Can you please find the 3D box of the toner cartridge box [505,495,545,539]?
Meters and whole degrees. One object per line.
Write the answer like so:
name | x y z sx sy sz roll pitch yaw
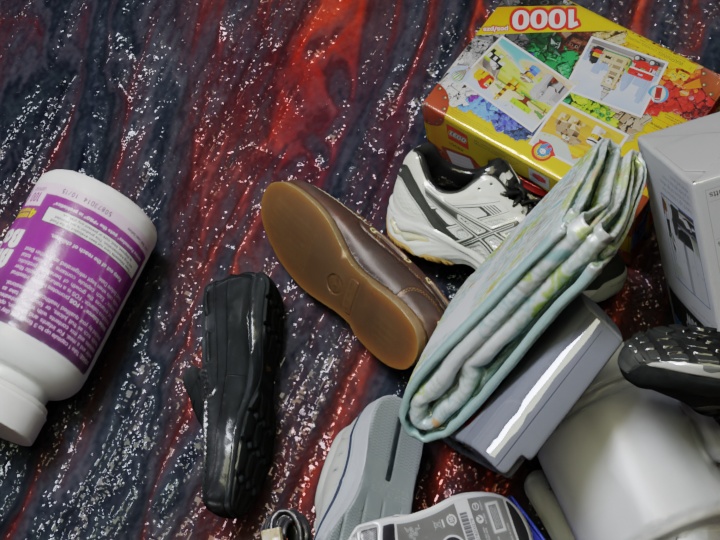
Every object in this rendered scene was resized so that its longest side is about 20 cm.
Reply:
toner cartridge box | 0.055 0.256 0.879 0.199 0.043 0.095 -34 62 -8

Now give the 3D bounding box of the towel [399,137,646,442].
towel | 0.111 0.010 0.856 0.048 0.200 0.171 41 32 -1

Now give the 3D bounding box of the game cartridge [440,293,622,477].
game cartridge | 0.110 0.072 0.874 0.041 0.200 0.133 44 83 -5

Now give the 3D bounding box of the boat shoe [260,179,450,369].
boat shoe | 0.000 0.000 1.009 0.070 0.071 0.200 -17 57 -44

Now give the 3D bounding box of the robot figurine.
robot figurine | 0.186 0.135 0.877 0.169 0.112 0.202 -39 59 28

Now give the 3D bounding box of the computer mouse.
computer mouse | 0.026 0.200 0.836 0.197 0.044 0.111 -6 65 -27

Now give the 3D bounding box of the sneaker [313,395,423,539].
sneaker | -0.003 0.186 0.898 0.072 0.071 0.202 32 49 -12

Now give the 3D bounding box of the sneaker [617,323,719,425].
sneaker | 0.253 0.091 0.786 0.197 0.076 0.089 8 105 -6

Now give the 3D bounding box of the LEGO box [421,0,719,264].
LEGO box | 0.173 -0.124 1.027 0.199 0.077 0.150 31 72 22

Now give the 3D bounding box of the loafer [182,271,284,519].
loafer | -0.103 0.095 0.977 0.069 0.068 0.203 -6 58 16

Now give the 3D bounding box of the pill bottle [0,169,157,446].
pill bottle | -0.251 0.031 1.007 0.111 0.113 0.202 17 67 18

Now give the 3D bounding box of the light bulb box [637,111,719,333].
light bulb box | 0.314 -0.011 0.864 0.195 0.203 0.125 -16 20 1

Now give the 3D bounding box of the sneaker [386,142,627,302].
sneaker | 0.114 -0.038 0.977 0.197 0.089 0.076 18 29 15
